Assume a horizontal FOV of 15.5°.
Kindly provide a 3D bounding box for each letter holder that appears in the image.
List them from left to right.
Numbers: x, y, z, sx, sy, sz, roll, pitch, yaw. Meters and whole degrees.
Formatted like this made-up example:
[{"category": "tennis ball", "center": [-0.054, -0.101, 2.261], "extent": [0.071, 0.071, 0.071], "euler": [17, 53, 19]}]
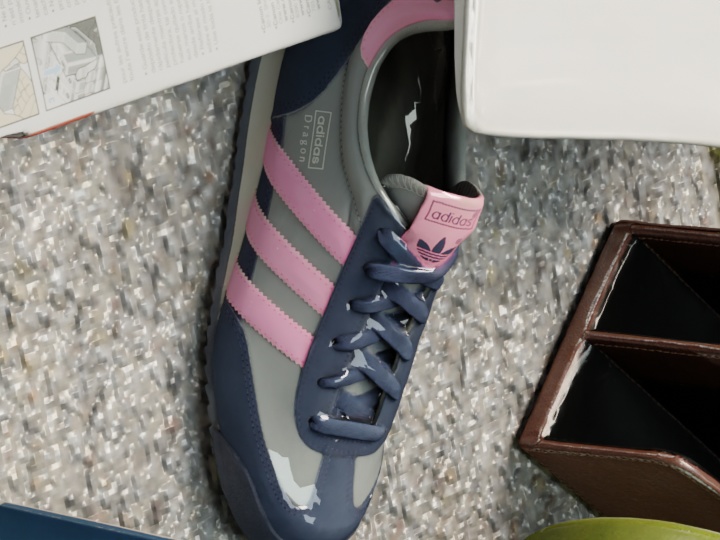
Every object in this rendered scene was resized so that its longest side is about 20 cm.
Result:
[{"category": "letter holder", "center": [0.185, 0.078, 1.012], "extent": [0.200, 0.142, 0.101], "euler": [40, 66, -38]}]

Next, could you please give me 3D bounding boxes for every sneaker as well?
[{"category": "sneaker", "center": [0.000, 0.000, 0.872], "extent": [0.070, 0.082, 0.201], "euler": [2, 92, -44]}]

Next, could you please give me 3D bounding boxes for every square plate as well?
[{"category": "square plate", "center": [0.099, -0.139, 0.888], "extent": [0.200, 0.028, 0.199], "euler": [1, 88, -44]}]

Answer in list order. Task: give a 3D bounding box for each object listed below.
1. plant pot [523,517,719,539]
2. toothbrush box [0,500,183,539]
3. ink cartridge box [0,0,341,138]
[{"category": "plant pot", "center": [0.096, 0.198, 0.923], "extent": [0.200, 0.200, 0.193], "euler": [39, 55, -38]}, {"category": "toothbrush box", "center": [-0.077, 0.177, 0.771], "extent": [0.085, 0.146, 0.201], "euler": [24, 77, -42]}, {"category": "ink cartridge box", "center": [-0.100, -0.100, 0.793], "extent": [0.200, 0.050, 0.109], "euler": [-23, 109, -39]}]
